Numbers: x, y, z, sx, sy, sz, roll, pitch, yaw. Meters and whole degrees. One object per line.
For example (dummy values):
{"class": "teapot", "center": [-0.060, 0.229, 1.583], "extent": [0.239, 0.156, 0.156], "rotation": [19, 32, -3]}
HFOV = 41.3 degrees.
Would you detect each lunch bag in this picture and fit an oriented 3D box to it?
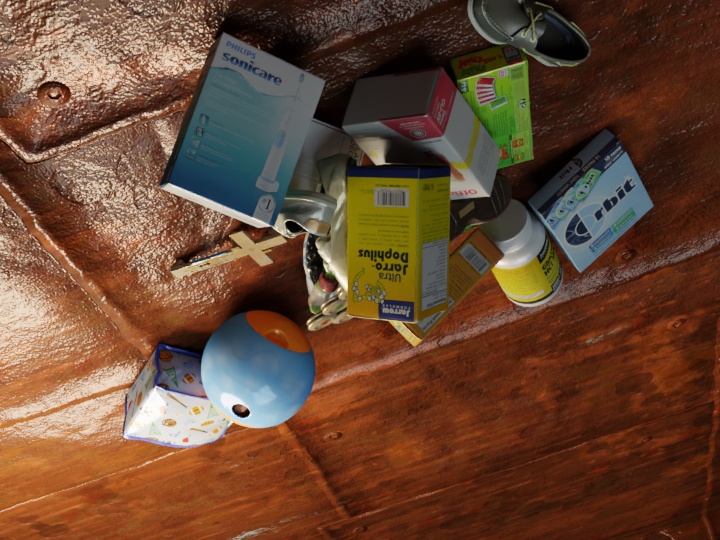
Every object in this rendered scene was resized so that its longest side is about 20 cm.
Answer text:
{"class": "lunch bag", "center": [-0.317, 0.240, 1.765], "extent": [0.198, 0.125, 0.170], "rotation": [18, 132, -25]}

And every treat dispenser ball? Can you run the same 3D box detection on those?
{"class": "treat dispenser ball", "center": [-0.177, 0.170, 1.655], "extent": [0.198, 0.203, 0.202], "rotation": [-9, 143, -7]}

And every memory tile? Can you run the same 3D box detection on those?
{"class": "memory tile", "center": [0.019, 0.038, 1.463], "extent": [0.198, 0.017, 0.153], "rotation": [-15, 159, -41]}

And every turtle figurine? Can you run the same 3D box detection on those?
{"class": "turtle figurine", "center": [0.000, 0.000, 1.477], "extent": [0.199, 0.144, 0.195], "rotation": [31, 129, 14]}

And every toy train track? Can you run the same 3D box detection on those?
{"class": "toy train track", "center": [-0.213, -0.034, 1.529], "extent": [0.198, 0.033, 0.115], "rotation": [-18, 150, 14]}

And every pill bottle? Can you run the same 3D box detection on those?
{"class": "pill bottle", "center": [0.269, -0.032, 1.619], "extent": [0.111, 0.113, 0.200], "rotation": [-24, 142, 12]}

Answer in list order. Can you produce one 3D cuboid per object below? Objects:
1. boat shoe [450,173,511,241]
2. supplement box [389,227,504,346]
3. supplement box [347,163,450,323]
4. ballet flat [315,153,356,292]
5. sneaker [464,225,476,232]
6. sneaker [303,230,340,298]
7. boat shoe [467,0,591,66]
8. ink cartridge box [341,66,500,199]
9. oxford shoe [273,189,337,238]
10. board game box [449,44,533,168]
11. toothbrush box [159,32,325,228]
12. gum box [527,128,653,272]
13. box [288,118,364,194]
{"class": "boat shoe", "center": [0.150, -0.102, 1.455], "extent": [0.201, 0.074, 0.076], "rotation": [-25, 114, -41]}
{"class": "supplement box", "center": [0.136, 0.027, 1.514], "extent": [0.200, 0.069, 0.067], "rotation": [-43, 175, -13]}
{"class": "supplement box", "center": [0.052, -0.041, 1.289], "extent": [0.108, 0.203, 0.108], "rotation": [4, -172, 28]}
{"class": "ballet flat", "center": [-0.034, -0.061, 1.318], "extent": [0.068, 0.069, 0.203], "rotation": [-5, 102, -12]}
{"class": "sneaker", "center": [0.117, -0.103, 1.511], "extent": [0.197, 0.075, 0.084], "rotation": [-8, 146, -8]}
{"class": "sneaker", "center": [-0.065, 0.000, 1.594], "extent": [0.071, 0.073, 0.202], "rotation": [-23, 131, -18]}
{"class": "boat shoe", "center": [0.225, -0.322, 1.259], "extent": [0.200, 0.060, 0.073], "rotation": [15, 94, -38]}
{"class": "ink cartridge box", "center": [0.090, -0.183, 1.339], "extent": [0.144, 0.084, 0.200], "rotation": [-1, 151, 36]}
{"class": "oxford shoe", "center": [-0.101, -0.074, 1.290], "extent": [0.074, 0.059, 0.199], "rotation": [14, 175, -34]}
{"class": "board game box", "center": [0.194, -0.232, 1.393], "extent": [0.100, 0.048, 0.201], "rotation": [-15, 142, 2]}
{"class": "toothbrush box", "center": [-0.150, -0.173, 1.207], "extent": [0.145, 0.203, 0.085], "rotation": [20, 175, -20]}
{"class": "gum box", "center": [0.382, -0.110, 1.573], "extent": [0.170, 0.045, 0.200], "rotation": [-43, 139, 5]}
{"class": "box", "center": [-0.095, -0.160, 1.330], "extent": [0.198, 0.118, 0.060], "rotation": [18, 175, -35]}
